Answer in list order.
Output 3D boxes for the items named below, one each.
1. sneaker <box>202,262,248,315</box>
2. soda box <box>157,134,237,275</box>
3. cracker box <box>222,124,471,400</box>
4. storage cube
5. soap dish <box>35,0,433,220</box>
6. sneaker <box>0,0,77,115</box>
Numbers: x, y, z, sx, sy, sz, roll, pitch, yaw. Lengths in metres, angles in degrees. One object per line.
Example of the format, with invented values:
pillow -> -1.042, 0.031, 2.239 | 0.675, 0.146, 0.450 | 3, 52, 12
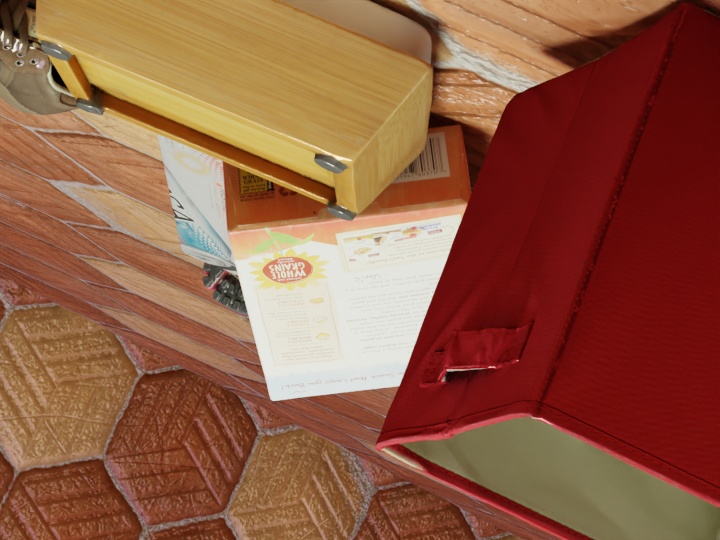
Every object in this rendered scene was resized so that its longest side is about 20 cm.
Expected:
sneaker -> -0.032, 0.024, 1.760 | 0.200, 0.081, 0.075 | 28, -172, 25
soda box -> -0.073, -0.062, 1.269 | 0.068, 0.064, 0.200 | 22, 159, 9
cracker box -> 0.000, 0.000, 1.222 | 0.134, 0.058, 0.200 | -7, 148, 1
storage cube -> 0.140, 0.023, 0.885 | 0.200, 0.180, 0.171 | 25, 163, -14
soap dish -> -0.064, -0.102, 1.060 | 0.200, 0.081, 0.157 | 22, 171, 4
sneaker -> -0.219, -0.154, 1.276 | 0.075, 0.071, 0.200 | -3, 161, 29
